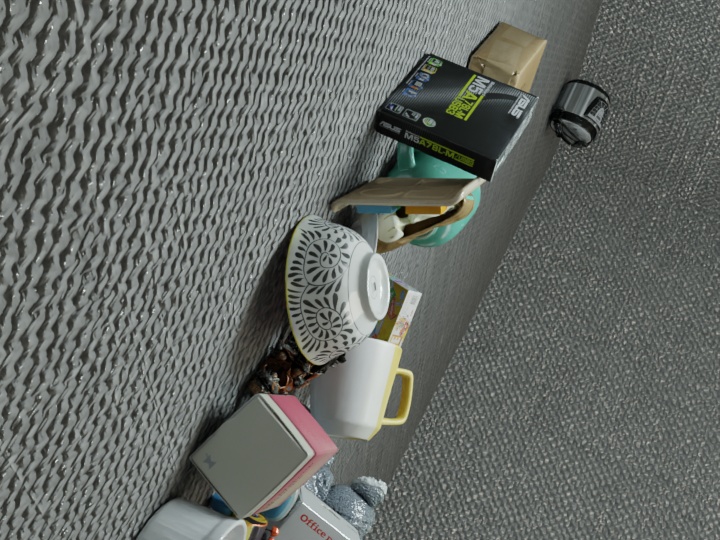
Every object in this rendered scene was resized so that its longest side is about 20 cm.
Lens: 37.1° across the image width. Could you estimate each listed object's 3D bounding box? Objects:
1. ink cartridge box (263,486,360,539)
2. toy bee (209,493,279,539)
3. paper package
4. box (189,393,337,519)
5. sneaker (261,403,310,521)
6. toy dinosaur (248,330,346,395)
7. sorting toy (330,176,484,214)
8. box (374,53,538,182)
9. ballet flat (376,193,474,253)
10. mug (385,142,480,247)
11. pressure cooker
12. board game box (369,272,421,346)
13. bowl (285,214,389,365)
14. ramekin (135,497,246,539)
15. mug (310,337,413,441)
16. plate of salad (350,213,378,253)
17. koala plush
[{"bbox_3d":[-0.113,0.488,1.799,0.200,0.146,0.086,-50,-167,3],"label":"ink cartridge box"},{"bbox_3d":[-0.175,0.367,1.558,0.200,0.108,0.132,-46,155,-58],"label":"toy bee"},{"bbox_3d":[0.269,-0.362,2.110,0.200,0.103,0.192,-53,163,-50],"label":"paper package"},{"bbox_3d":[-0.126,0.249,1.459,0.128,0.109,0.200,-43,168,3],"label":"box"},{"bbox_3d":[-0.138,0.315,1.692,0.130,0.079,0.202,-25,128,-75],"label":"sneaker"},{"bbox_3d":[-0.092,0.127,1.558,0.136,0.102,0.200,-49,-172,23],"label":"toy dinosaur"},{"bbox_3d":[0.076,-0.109,1.566,0.185,0.198,0.037,-37,122,-66],"label":"sorting toy"},{"bbox_3d":[0.147,-0.235,1.611,0.200,0.192,0.048,-52,160,-44],"label":"box"},{"bbox_3d":[0.081,-0.080,1.655,0.072,0.198,0.069,16,56,-79],"label":"ballet flat"},{"bbox_3d":[0.096,-0.127,1.756,0.152,0.185,0.114,-44,-178,41],"label":"mug"},{"bbox_3d":[0.739,-0.523,3.643,0.201,0.175,0.179,-62,171,-12],"label":"pressure cooker"},{"bbox_3d":[0.019,0.104,1.853,0.034,0.134,0.202,14,101,-39],"label":"board game box"},{"bbox_3d":[-0.018,0.023,1.434,0.200,0.093,0.203,-4,90,-69],"label":"bowl"},{"bbox_3d":[-0.235,0.391,1.368,0.201,0.097,0.201,-60,166,-26],"label":"ramekin"},{"bbox_3d":[0.001,0.192,1.709,0.149,0.184,0.155,125,-27,-76],"label":"mug"},{"bbox_3d":[0.000,0.000,1.611,0.200,0.048,0.202,-165,-90,-76],"label":"plate of salad"},{"bbox_3d":[-0.063,0.417,1.903,0.179,0.198,0.184,-64,167,-9],"label":"koala plush"}]
